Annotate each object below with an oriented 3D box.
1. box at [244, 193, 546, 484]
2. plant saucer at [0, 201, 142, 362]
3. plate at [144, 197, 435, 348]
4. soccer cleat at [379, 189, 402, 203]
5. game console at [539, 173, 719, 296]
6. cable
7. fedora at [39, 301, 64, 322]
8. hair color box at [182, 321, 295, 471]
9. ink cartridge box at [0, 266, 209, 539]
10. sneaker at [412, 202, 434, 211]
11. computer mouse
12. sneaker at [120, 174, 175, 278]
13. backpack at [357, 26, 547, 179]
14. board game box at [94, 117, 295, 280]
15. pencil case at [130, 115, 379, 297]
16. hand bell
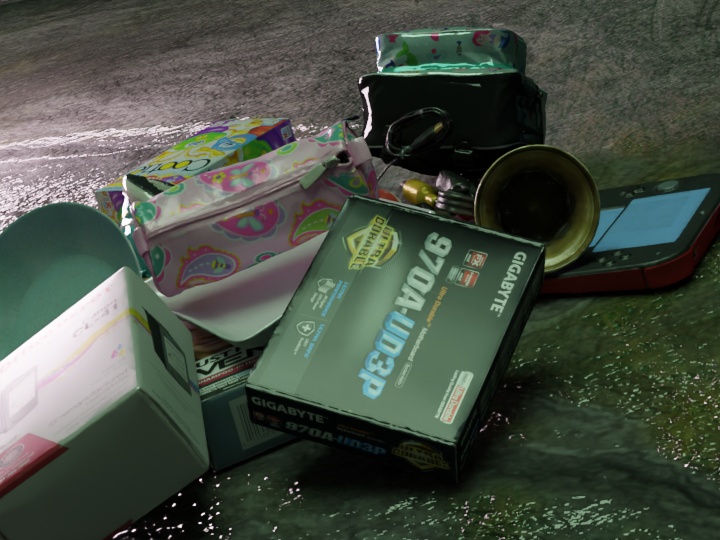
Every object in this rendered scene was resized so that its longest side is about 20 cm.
[{"bbox_3d":[0.028,0.044,1.232,0.157,0.046,0.201,15,50,17],"label":"box"},{"bbox_3d":[-0.247,0.045,1.427,0.199,0.203,0.039,-2,-12,31],"label":"plant saucer"},{"bbox_3d":[-0.062,-0.001,1.390,0.199,0.033,0.199,-33,26,-24],"label":"plate"},{"bbox_3d":[-0.046,-0.005,1.559,0.199,0.069,0.085,-32,-19,0],"label":"soccer cleat"},{"bbox_3d":[0.220,-0.032,1.484,0.175,0.031,0.200,-3,23,29],"label":"game console"},{"bbox_3d":[0.095,-0.055,1.576,0.096,0.051,0.200,18,10,-10],"label":"cable"},{"bbox_3d":[-0.247,0.043,1.527,0.198,0.083,0.201,-13,20,5],"label":"fedora"},{"bbox_3d":[-0.108,0.082,1.362,0.098,0.061,0.200,-21,20,-18],"label":"hair color box"},{"bbox_3d":[-0.193,0.105,1.238,0.147,0.086,0.200,-36,26,7],"label":"ink cartridge box"},{"bbox_3d":[0.000,0.000,1.463,0.078,0.090,0.199,4,26,43],"label":"sneaker"},{"bbox_3d":[0.010,-0.079,1.602,0.200,0.059,0.034,-46,-12,25],"label":"computer mouse"},{"bbox_3d":[-0.162,-0.020,1.550,0.077,0.080,0.200,8,16,-32],"label":"sneaker"},{"bbox_3d":[0.098,-0.160,1.707,0.176,0.152,0.200,1,-7,21],"label":"backpack"},{"bbox_3d":[-0.155,-0.071,1.738,0.104,0.104,0.200,1,25,36],"label":"board game box"},{"bbox_3d":[-0.080,-0.050,1.363,0.198,0.088,0.088,-21,19,3],"label":"pencil case"},{"bbox_3d":[0.145,-0.058,1.503,0.103,0.105,0.200,-14,5,2],"label":"hand bell"}]
